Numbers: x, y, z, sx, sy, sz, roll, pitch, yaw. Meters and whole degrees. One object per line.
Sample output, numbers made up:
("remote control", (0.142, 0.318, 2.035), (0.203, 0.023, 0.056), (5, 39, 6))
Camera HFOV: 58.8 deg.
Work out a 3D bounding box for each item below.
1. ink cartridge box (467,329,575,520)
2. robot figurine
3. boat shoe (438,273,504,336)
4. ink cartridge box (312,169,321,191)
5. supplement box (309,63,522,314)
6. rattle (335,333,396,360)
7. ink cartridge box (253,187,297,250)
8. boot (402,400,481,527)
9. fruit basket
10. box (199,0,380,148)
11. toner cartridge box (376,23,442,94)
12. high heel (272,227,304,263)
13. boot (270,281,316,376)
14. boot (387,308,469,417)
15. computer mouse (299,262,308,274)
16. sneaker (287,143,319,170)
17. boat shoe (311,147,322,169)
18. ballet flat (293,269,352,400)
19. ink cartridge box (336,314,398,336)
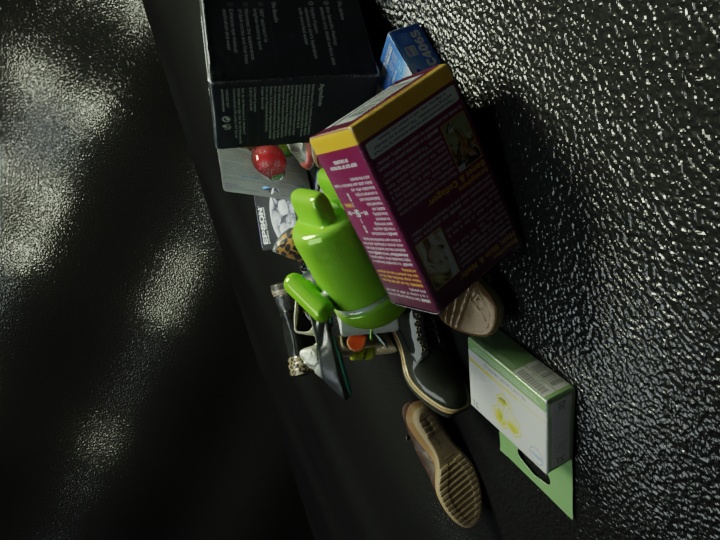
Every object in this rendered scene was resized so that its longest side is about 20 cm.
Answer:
("ink cartridge box", (0.190, 0.188, 0.762), (0.145, 0.047, 0.206), (40, 143, 55))
("robot figurine", (-0.005, -0.018, 0.753), (0.115, 0.175, 0.203), (15, 141, 55))
("boat shoe", (0.116, 0.017, 0.790), (0.199, 0.061, 0.075), (40, 121, 51))
("ink cartridge box", (-0.023, -0.077, 1.102), (0.204, 0.038, 0.100), (63, 161, 14))
("supplement box", (0.059, -0.081, 0.654), (0.102, 0.130, 0.204), (8, 129, 62))
("rattle", (0.009, 0.073, 1.046), (0.200, 0.126, 0.147), (49, -129, -69))
("ink cartridge box", (-0.182, -0.146, 1.326), (0.197, 0.043, 0.205), (-2, 98, 51))
("boot", (0.131, 0.311, 1.061), (0.167, 0.071, 0.205), (108, 138, -80))
("fruit basket", (-0.179, -0.217, 1.133), (0.093, 0.181, 0.206), (-26, 68, 47))
("box", (-0.094, -0.269, 0.787), (0.118, 0.193, 0.202), (106, 155, -61))
("toner cartridge box", (0.049, -0.186, 0.775), (0.097, 0.042, 0.201), (62, 160, 16))
("high heel", (-0.079, 0.008, 1.185), (0.071, 0.139, 0.206), (22, 131, 64))
("boot", (-0.087, 0.096, 1.083), (0.200, 0.071, 0.156), (28, -131, -77))
("boot", (0.094, 0.088, 0.895), (0.202, 0.076, 0.141), (54, 152, 35))
("computer mouse", (-0.128, -0.097, 1.353), (0.201, 0.052, 0.140), (52, 139, 27))
("sneaker", (-0.125, -0.256, 1.076), (0.071, 0.096, 0.205), (-39, 66, 44))
("boat shoe", (-0.024, -0.187, 0.939), (0.073, 0.074, 0.201), (60, 161, 16))
("ballet flat", (-0.064, 0.099, 0.968), (0.073, 0.071, 0.206), (130, 129, -69))
("ink cartridge box", (0.000, 0.000, 0.928), (0.200, 0.080, 0.152), (-125, 31, -82))
